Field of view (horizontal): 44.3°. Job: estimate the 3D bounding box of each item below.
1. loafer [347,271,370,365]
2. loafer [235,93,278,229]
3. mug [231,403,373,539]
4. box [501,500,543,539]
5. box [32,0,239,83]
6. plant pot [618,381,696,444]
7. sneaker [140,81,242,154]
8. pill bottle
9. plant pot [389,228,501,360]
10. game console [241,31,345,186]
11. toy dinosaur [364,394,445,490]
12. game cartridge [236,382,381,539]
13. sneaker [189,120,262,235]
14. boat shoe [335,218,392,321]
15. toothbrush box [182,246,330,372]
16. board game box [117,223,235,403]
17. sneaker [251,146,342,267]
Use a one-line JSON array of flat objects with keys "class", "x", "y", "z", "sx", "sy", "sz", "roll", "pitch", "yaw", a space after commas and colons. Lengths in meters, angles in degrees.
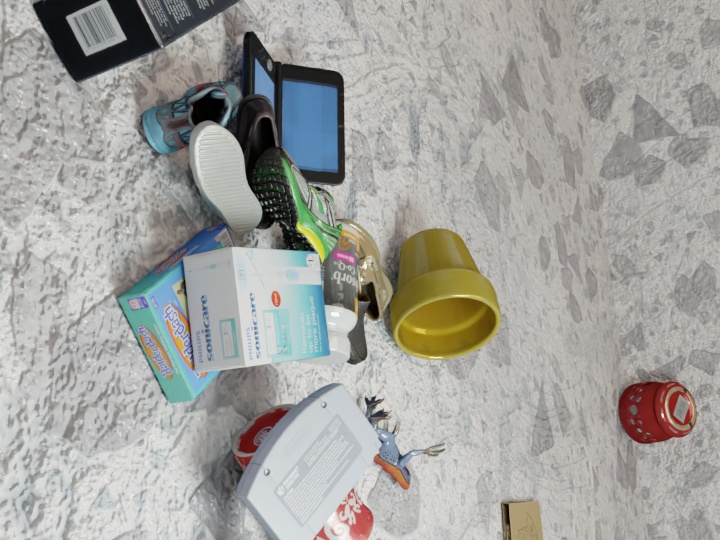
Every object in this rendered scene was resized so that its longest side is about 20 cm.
[{"class": "loafer", "x": -0.018, "y": 0.058, "z": 1.451, "sx": 0.073, "sy": 0.072, "sz": 0.202, "roll": -38, "pitch": 114, "yaw": -59}, {"class": "loafer", "x": -0.143, "y": -0.142, "z": 1.243, "sx": 0.063, "sy": 0.071, "sz": 0.202, "roll": -125, "pitch": -149, "yaw": -55}, {"class": "mug", "x": -0.093, "y": 0.292, "z": 1.231, "sx": 0.133, "sy": 0.177, "sz": 0.201, "roll": -35, "pitch": 112, "yaw": -18}, {"class": "box", "x": 0.371, "y": 0.608, "z": 2.007, "sx": 0.199, "sy": 0.021, "sz": 0.166, "roll": 21, "pitch": 63, "yaw": -56}, {"class": "box", "x": -0.264, "y": -0.327, "z": 1.072, "sx": 0.105, "sy": 0.147, "sz": 0.200, "roll": 64, "pitch": 32, "yaw": -23}, {"class": "plant pot", "x": 0.973, "y": 0.456, "z": 2.885, "sx": 0.198, "sy": 0.182, "sz": 0.203, "roll": 8, "pitch": 71, "yaw": -25}, {"class": "sneaker", "x": -0.201, "y": -0.210, "z": 1.194, "sx": 0.200, "sy": 0.095, "sz": 0.080, "roll": -49, "pitch": 123, "yaw": -54}, {"class": "pill bottle", "x": -0.059, "y": 0.034, "z": 1.343, "sx": 0.116, "sy": 0.115, "sz": 0.202, "roll": 30, "pitch": 56, "yaw": -53}, {"class": "plant pot", "x": 0.148, "y": 0.034, "z": 1.649, "sx": 0.201, "sy": 0.199, "sz": 0.190, "roll": 46, "pitch": 28, "yaw": -44}, {"class": "game console", "x": -0.100, "y": -0.246, "z": 1.351, "sx": 0.171, "sy": 0.117, "sz": 0.203, "roll": 49, "pitch": 37, "yaw": -69}, {"class": "toy dinosaur", "x": 0.036, "y": 0.306, "z": 1.504, "sx": 0.198, "sy": 0.105, "sz": 0.184, "roll": -18, "pitch": 113, "yaw": -24}, {"class": "game cartridge", "x": -0.065, "y": 0.247, "z": 1.133, "sx": 0.200, "sy": 0.040, "sz": 0.134, "roll": -46, "pitch": 116, "yaw": -33}, {"class": "sneaker", "x": -0.196, "y": -0.128, "z": 1.173, "sx": 0.074, "sy": 0.082, "sz": 0.201, "roll": -41, "pitch": 148, "yaw": -20}, {"class": "boat shoe", "x": 0.000, "y": 0.000, "z": 1.504, "sx": 0.201, "sy": 0.071, "sz": 0.065, "roll": 59, "pitch": 34, "yaw": -33}, {"class": "toothbrush box", "x": -0.131, "y": 0.050, "z": 1.155, "sx": 0.199, "sy": 0.084, "sz": 0.148, "roll": 3, "pitch": 78, "yaw": -60}, {"class": "board game box", "x": -0.210, "y": 0.051, "z": 1.146, "sx": 0.200, "sy": 0.045, "sz": 0.154, "roll": -50, "pitch": 124, "yaw": -55}, {"class": "sneaker", "x": -0.086, "y": -0.098, "z": 1.239, "sx": 0.086, "sy": 0.077, "sz": 0.201, "roll": -54, "pitch": 142, "yaw": -26}]
